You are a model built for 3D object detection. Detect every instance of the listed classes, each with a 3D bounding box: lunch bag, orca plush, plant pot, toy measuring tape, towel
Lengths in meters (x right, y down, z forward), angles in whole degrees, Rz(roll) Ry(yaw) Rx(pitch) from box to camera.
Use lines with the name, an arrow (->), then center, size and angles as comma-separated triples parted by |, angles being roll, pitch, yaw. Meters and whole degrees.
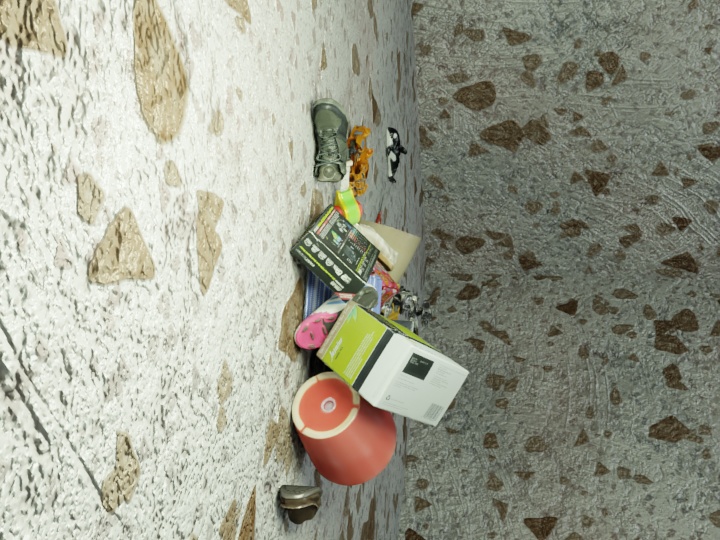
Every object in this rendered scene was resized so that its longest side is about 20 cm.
lunch bag -> 0.000, 0.000, 1.722 | 0.176, 0.082, 0.200 | 51, 9, 17
orca plush -> 0.134, -0.420, 2.612 | 0.105, 0.071, 0.201 | -47, 137, -75
plant pot -> 0.047, -0.019, 1.956 | 0.187, 0.187, 0.200 | 15, 92, -80
toy measuring tape -> -0.027, -0.163, 1.677 | 0.200, 0.073, 0.074 | 100, 0, -50
plant pot -> -0.041, 0.306, 1.443 | 0.177, 0.200, 0.201 | 63, 29, -50
towel -> -0.037, 0.073, 1.524 | 0.200, 0.024, 0.145 | 9, 81, -36

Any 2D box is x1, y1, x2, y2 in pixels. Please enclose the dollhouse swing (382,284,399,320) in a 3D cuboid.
dollhouse swing -> 0.075, 0.163, 2.056 | 0.176, 0.181, 0.200 | 51, -20, 40

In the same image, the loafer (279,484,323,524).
loafer -> -0.107, 0.448, 1.369 | 0.200, 0.073, 0.071 | 63, 29, -70

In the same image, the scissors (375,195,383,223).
scissors -> 0.067, -0.191, 2.432 | 0.073, 0.014, 0.200 | 70, 25, -60

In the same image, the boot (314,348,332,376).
boot -> -0.015, 0.164, 1.583 | 0.079, 0.157, 0.212 | 102, -6, -77

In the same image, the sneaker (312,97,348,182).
sneaker -> -0.062, -0.261, 1.508 | 0.200, 0.076, 0.114 | 87, 3, -54

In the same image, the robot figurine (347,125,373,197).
robot figurine -> -0.008, -0.277, 1.860 | 0.145, 0.058, 0.200 | 79, 16, -49

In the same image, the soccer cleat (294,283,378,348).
soccer cleat -> -0.054, 0.091, 1.453 | 0.086, 0.200, 0.070 | 20, -42, 61

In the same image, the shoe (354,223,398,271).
shoe -> 0.023, -0.078, 1.824 | 0.200, 0.070, 0.053 | 43, 78, -27

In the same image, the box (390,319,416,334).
box -> 0.039, 0.200, 1.793 | 0.197, 0.199, 0.118 | 66, 30, -67

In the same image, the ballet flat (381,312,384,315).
ballet flat -> 0.001, 0.088, 1.808 | 0.067, 0.068, 0.200 | -55, 142, -7

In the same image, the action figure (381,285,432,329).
action figure -> 0.107, 0.094, 1.824 | 0.200, 0.119, 0.102 | -151, -102, -74

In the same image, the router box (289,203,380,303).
router box -> -0.046, -0.039, 1.437 | 0.150, 0.062, 0.200 | 44, 21, -7

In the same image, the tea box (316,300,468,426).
tea box -> 0.062, 0.180, 1.392 | 0.200, 0.197, 0.134 | 29, 94, -44
